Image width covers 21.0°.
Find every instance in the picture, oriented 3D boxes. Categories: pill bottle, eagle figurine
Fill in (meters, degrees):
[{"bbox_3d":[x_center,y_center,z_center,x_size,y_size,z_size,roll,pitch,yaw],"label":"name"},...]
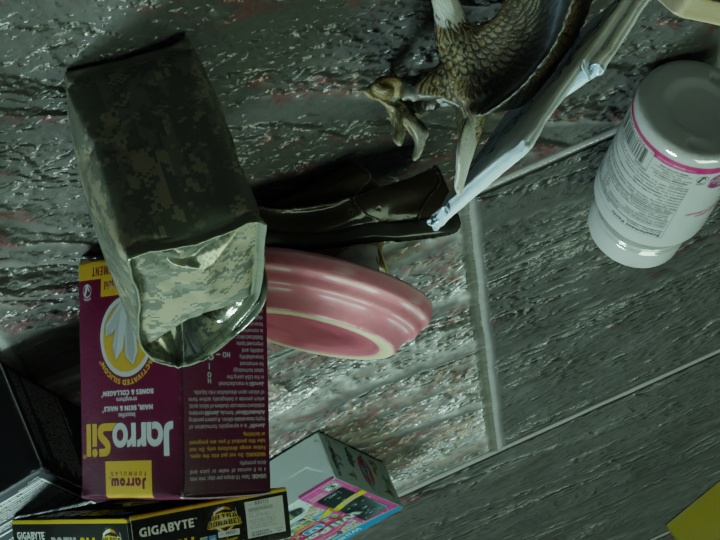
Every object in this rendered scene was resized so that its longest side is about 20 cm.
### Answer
[{"bbox_3d":[0.282,-0.093,1.792,0.113,0.114,0.200,-16,154,-20],"label":"pill bottle"},{"bbox_3d":[0.100,-0.171,1.457,0.200,0.152,0.151,-26,136,12],"label":"eagle figurine"}]

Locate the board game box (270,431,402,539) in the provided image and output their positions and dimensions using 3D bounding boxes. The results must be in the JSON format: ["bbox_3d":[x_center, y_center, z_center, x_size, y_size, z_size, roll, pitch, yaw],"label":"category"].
[{"bbox_3d":[-0.058,0.266,2.234,0.147,0.064,0.200,-31,156,13],"label":"board game box"}]

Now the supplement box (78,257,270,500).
[{"bbox_3d":[-0.153,0.086,1.587,0.131,0.200,0.103,-7,173,42],"label":"supplement box"}]

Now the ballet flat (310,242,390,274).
[{"bbox_3d":[0.000,0.000,1.763,0.070,0.065,0.200,-25,155,2],"label":"ballet flat"}]

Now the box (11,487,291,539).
[{"bbox_3d":[-0.181,0.221,1.658,0.159,0.049,0.200,-9,179,-38],"label":"box"}]

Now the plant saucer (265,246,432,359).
[{"bbox_3d":[-0.039,0.033,1.682,0.200,0.051,0.201,11,166,3],"label":"plant saucer"}]

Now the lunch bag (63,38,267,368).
[{"bbox_3d":[-0.141,-0.041,1.430,0.117,0.164,0.200,-16,154,-12],"label":"lunch bag"}]

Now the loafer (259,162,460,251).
[{"bbox_3d":[-0.015,-0.056,1.653,0.200,0.072,0.073,-5,179,-16],"label":"loafer"}]

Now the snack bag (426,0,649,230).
[{"bbox_3d":[0.142,-0.128,1.528,0.200,0.021,0.189,-53,-174,-29],"label":"snack bag"}]

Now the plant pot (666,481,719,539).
[{"bbox_3d":[0.645,0.421,3.071,0.200,0.177,0.200,-3,146,-40],"label":"plant pot"}]

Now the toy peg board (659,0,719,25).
[{"bbox_3d":[0.240,-0.260,1.349,0.200,0.199,0.098,2,128,-46],"label":"toy peg board"}]

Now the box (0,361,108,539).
[{"bbox_3d":[-0.345,0.200,1.758,0.200,0.123,0.198,-30,154,6],"label":"box"}]
